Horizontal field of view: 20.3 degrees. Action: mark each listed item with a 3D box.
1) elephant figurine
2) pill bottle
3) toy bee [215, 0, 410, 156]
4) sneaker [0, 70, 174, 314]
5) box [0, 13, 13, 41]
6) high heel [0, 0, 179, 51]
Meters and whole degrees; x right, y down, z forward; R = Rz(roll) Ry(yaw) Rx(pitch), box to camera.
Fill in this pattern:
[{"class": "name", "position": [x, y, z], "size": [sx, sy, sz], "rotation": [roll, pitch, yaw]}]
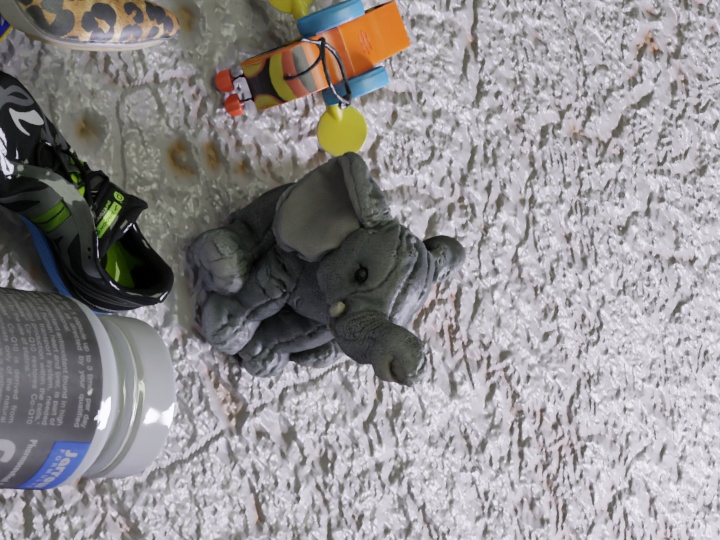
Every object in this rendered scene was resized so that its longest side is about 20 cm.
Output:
[{"class": "elephant figurine", "position": [0.000, 0.000, 1.290], "size": [0.141, 0.199, 0.157], "rotation": [-5, 85, -44]}, {"class": "pill bottle", "position": [-0.209, 0.066, 1.133], "size": [0.199, 0.113, 0.115], "rotation": [8, 76, -43]}, {"class": "toy bee", "position": [-0.042, -0.146, 1.364], "size": [0.200, 0.108, 0.132], "rotation": [15, 61, -68]}, {"class": "sneaker", "position": [-0.172, -0.047, 1.188], "size": [0.200, 0.082, 0.071], "rotation": [56, 47, -41]}, {"class": "box", "position": [-0.238, -0.167, 1.184], "size": [0.070, 0.064, 0.201], "rotation": [51, 52, -26]}, {"class": "high heel", "position": [-0.177, -0.201, 1.133], "size": [0.199, 0.071, 0.144], "rotation": [6, 98, -36]}]
